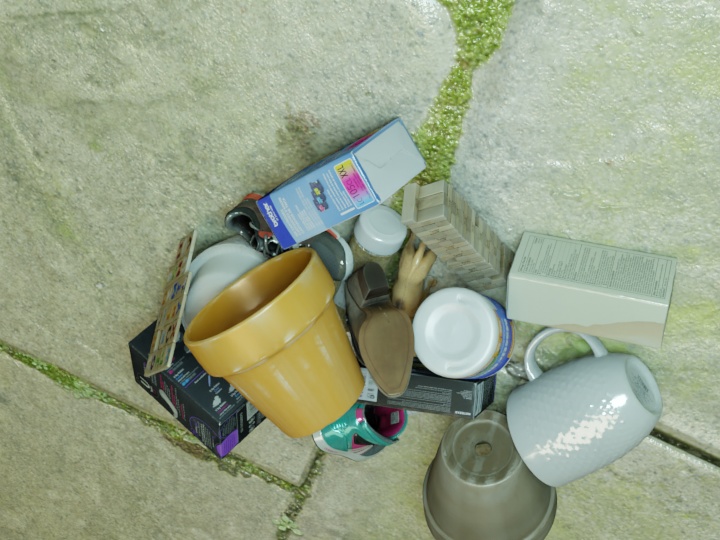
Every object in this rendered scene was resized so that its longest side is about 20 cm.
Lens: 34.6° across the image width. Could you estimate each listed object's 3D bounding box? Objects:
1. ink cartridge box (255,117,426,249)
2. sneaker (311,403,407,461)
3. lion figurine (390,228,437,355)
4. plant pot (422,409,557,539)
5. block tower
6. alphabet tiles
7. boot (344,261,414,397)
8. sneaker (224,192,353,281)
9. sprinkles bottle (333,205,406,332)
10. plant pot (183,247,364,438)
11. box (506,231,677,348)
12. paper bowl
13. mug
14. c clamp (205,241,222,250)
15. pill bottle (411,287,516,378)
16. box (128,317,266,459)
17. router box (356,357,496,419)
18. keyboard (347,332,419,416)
[{"bbox_3d":[-0.035,-0.103,1.451,0.199,0.136,0.077,-25,100,37],"label":"ink cartridge box"},{"bbox_3d":[0.023,0.230,1.726,0.120,0.085,0.199,-20,162,25],"label":"sneaker"},{"bbox_3d":[0.068,0.018,1.527,0.072,0.123,0.202,11,132,15],"label":"lion figurine"},{"bbox_3d":[0.180,0.290,1.637,0.198,0.201,0.174,10,146,16],"label":"plant pot"},{"bbox_3d":[0.126,-0.040,1.447,0.057,0.055,0.200,-14,145,32],"label":"block tower"},{"bbox_3d":[-0.267,0.046,1.641,0.007,0.202,0.167,15,165,-18],"label":"alphabet tiles"},{"bbox_3d":[0.020,0.089,1.479,0.069,0.202,0.147,-3,154,-9],"label":"boot"},{"bbox_3d":[-0.102,-0.032,1.553,0.199,0.082,0.078,27,126,25],"label":"sneaker"},{"bbox_3d":[0.000,0.000,1.580,0.068,0.069,0.201,27,135,0],"label":"sprinkles bottle"},{"bbox_3d":[-0.093,0.103,1.468,0.199,0.200,0.184,-21,110,36],"label":"plant pot"},{"bbox_3d":[0.289,0.023,1.453,0.198,0.095,0.078,12,134,17],"label":"box"},{"bbox_3d":[-0.166,0.058,1.624,0.198,0.104,0.203,8,109,23],"label":"paper bowl"},{"bbox_3d":[0.297,0.167,1.556,0.175,0.147,0.202,-32,81,32],"label":"mug"},{"bbox_3d":[-0.138,0.032,1.694,0.198,0.027,0.172,8,128,19],"label":"c clamp"},{"bbox_3d":[0.142,0.085,1.499,0.111,0.200,0.114,-2,84,18],"label":"pill bottle"},{"bbox_3d":[-0.245,0.167,1.756,0.199,0.106,0.123,38,150,19],"label":"box"},{"bbox_3d":[0.080,0.158,1.617,0.198,0.157,0.053,6,95,17],"label":"router box"},{"bbox_3d":[0.019,0.151,1.745,0.056,0.011,0.201,-16,121,34],"label":"keyboard"}]
